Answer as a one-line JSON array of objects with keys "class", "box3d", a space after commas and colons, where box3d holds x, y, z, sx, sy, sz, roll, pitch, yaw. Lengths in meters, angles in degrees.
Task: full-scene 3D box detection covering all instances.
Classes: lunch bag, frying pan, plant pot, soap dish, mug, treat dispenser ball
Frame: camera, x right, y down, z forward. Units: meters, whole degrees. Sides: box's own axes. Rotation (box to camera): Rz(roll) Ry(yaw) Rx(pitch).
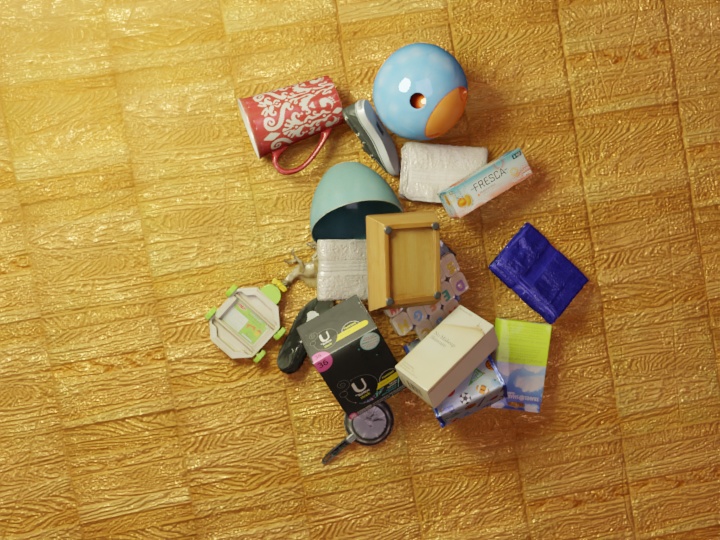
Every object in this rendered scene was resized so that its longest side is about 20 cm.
[{"class": "lunch bag", "box3d": [0.206, 0.216, 1.619, 0.170, 0.124, 0.200, -26, 62, -1]}, {"class": "frying pan", "box3d": [-0.015, 0.353, 1.661, 0.190, 0.031, 0.115, -20, 92, -6]}, {"class": "plant pot", "box3d": [-0.020, -0.152, 1.574, 0.200, 0.200, 0.135, -12, 65, -4]}, {"class": "soap dish", "box3d": [0.093, -0.018, 1.520, 0.157, 0.081, 0.200, -5, 98, -22]}, {"class": "mug", "box3d": [-0.142, -0.318, 1.590, 0.200, 0.133, 0.178, -21, 128, -8]}, {"class": "treat dispenser ball", "box3d": [0.126, -0.375, 1.555, 0.201, 0.201, 0.201, 0, 92, -4]}]

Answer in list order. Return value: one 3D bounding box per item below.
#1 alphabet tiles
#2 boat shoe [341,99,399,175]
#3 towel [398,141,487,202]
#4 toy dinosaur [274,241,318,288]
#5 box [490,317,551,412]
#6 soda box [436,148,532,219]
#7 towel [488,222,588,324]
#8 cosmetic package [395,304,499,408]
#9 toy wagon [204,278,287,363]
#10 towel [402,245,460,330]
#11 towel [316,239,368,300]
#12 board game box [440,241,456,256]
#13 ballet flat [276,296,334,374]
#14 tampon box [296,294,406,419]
[{"class": "alphabet tiles", "box3d": [0.141, 0.050, 1.599, 0.200, 0.015, 0.196, -34, 110, -16]}, {"class": "boat shoe", "box3d": [0.026, -0.283, 1.593, 0.057, 0.069, 0.200, -12, 133, 25]}, {"class": "towel", "box3d": [0.186, -0.217, 1.650, 0.200, 0.034, 0.133, 2, 93, -5]}, {"class": "toy dinosaur", "box3d": [-0.095, -0.011, 1.635, 0.200, 0.058, 0.101, -10, 108, 4]}, {"class": "box", "box3d": [0.358, 0.214, 1.671, 0.122, 0.048, 0.200, 7, 91, -5]}, {"class": "soda box", "box3d": [0.271, -0.189, 1.612, 0.200, 0.064, 0.068, -31, 98, -10]}, {"class": "towel", "box3d": [0.404, 0.006, 1.656, 0.200, 0.050, 0.148, 42, 79, -5]}, {"class": "cosmetic package", "box3d": [0.181, 0.177, 1.534, 0.200, 0.104, 0.073, -43, 137, -17]}, {"class": "toy wagon", "box3d": [-0.237, 0.100, 1.620, 0.155, 0.040, 0.200, 42, 93, -5]}, {"class": "towel", "box3d": [0.134, 0.012, 1.614, 0.147, 0.024, 0.200, -28, 107, -23]}, {"class": "towel", "box3d": [0.000, 0.000, 1.581, 0.200, 0.034, 0.133, -1, 93, -27]}, {"class": "board game box", "box3d": [0.110, 0.004, 1.658, 0.105, 0.023, 0.200, 43, 88, -7]}, {"class": "ballet flat", "box3d": [-0.122, 0.139, 1.640, 0.066, 0.057, 0.200, 31, 84, 23]}, {"class": "tampon box", "box3d": [-0.015, 0.183, 1.558, 0.150, 0.126, 0.200, -30, 129, -2]}]
